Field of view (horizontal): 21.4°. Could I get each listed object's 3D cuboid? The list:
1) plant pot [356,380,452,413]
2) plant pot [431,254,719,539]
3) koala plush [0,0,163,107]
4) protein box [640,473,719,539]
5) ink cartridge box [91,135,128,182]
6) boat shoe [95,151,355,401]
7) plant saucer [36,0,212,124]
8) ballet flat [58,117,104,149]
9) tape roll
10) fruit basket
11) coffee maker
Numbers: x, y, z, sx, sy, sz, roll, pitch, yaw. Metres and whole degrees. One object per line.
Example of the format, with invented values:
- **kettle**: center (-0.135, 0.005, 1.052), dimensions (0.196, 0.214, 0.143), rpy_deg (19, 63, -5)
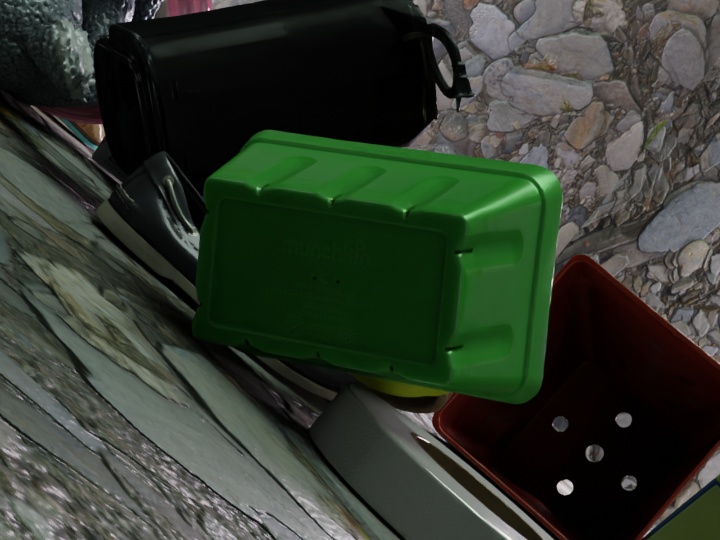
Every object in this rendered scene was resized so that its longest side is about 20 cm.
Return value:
- **plant pot**: center (0.000, 0.000, 1.300), dimensions (0.200, 0.093, 0.201), rpy_deg (33, -22, 15)
- **plant pot**: center (0.203, 0.142, 1.672), dimensions (0.200, 0.200, 0.176), rpy_deg (40, -9, 16)
- **koala plush**: center (-0.238, -0.187, 1.383), dimensions (0.176, 0.185, 0.200), rpy_deg (22, 20, -1)
- **protein box**: center (0.249, 0.213, 1.028), dimensions (0.199, 0.135, 0.200), rpy_deg (53, 7, 22)
- **ink cartridge box**: center (-0.085, -0.077, 1.495), dimensions (0.196, 0.043, 0.200), rpy_deg (39, -37, -16)
- **boat shoe**: center (-0.072, 0.005, 1.199), dimensions (0.200, 0.063, 0.073), rpy_deg (40, 2, -5)
- **plant saucer**: center (-0.219, -0.209, 1.510), dimensions (0.200, 0.201, 0.051), rpy_deg (39, 22, -7)
- **ballet flat**: center (-0.276, -0.191, 1.627), dimensions (0.200, 0.072, 0.068), rpy_deg (40, 2, 9)
- **tape roll**: center (0.058, 0.138, 1.061), dimensions (0.202, 0.037, 0.203), rpy_deg (39, 3, -2)
- **fruit basket**: center (0.020, 0.005, 1.104), dimensions (0.214, 0.157, 0.216), rpy_deg (5, 9, -1)
- **coffee maker**: center (-0.062, -0.128, 1.272), dimensions (0.192, 0.199, 0.136), rpy_deg (-25, -98, 67)
